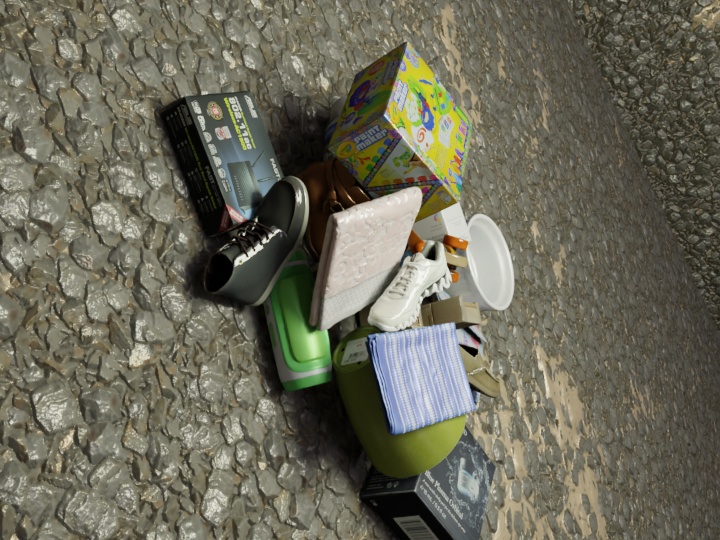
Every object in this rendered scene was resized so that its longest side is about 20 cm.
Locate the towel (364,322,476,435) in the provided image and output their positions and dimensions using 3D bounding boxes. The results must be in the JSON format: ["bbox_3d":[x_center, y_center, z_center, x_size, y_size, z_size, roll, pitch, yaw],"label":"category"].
[{"bbox_3d":[0.095,0.156,1.112,0.198,0.024,0.147,-4,76,-44],"label":"towel"}]

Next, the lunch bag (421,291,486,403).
[{"bbox_3d":[0.156,0.133,1.412,0.169,0.126,0.203,41,47,-40],"label":"lunch bag"}]

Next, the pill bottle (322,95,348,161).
[{"bbox_3d":[-0.013,-0.207,1.345,0.113,0.113,0.203,28,54,-43],"label":"pill bottle"}]

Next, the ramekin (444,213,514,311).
[{"bbox_3d":[0.233,-0.007,1.546,0.199,0.097,0.204,27,55,-47],"label":"ramekin"}]

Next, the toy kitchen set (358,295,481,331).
[{"bbox_3d":[0.073,0.027,1.271,0.162,0.197,0.184,11,66,-58],"label":"toy kitchen set"}]

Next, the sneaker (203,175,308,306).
[{"bbox_3d":[-0.145,-0.046,1.055,0.106,0.074,0.203,17,96,-64],"label":"sneaker"}]

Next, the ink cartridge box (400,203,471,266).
[{"bbox_3d":[0.112,-0.126,1.448,0.084,0.143,0.203,-20,92,-52],"label":"ink cartridge box"}]

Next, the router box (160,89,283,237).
[{"bbox_3d":[-0.197,-0.166,1.127,0.149,0.061,0.203,-26,97,-55],"label":"router box"}]

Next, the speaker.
[{"bbox_3d":[-0.100,0.077,1.135,0.088,0.087,0.204,-4,79,-53],"label":"speaker"}]

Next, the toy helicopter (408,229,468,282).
[{"bbox_3d":[0.095,-0.040,1.326,0.132,0.197,0.080,-10,118,-77],"label":"toy helicopter"}]

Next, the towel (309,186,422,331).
[{"bbox_3d":[0.009,-0.020,1.112,0.199,0.032,0.194,-24,136,-47],"label":"towel"}]

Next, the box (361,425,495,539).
[{"bbox_3d":[0.125,0.364,1.284,0.198,0.116,0.201,53,39,-24],"label":"box"}]

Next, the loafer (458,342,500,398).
[{"bbox_3d":[0.189,0.168,1.293,0.199,0.075,0.068,31,80,-44],"label":"loafer"}]

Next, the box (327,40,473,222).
[{"bbox_3d":[0.072,-0.219,1.199,0.193,0.121,0.202,45,42,-28],"label":"box"}]

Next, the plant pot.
[{"bbox_3d":[0.044,0.188,1.172,0.201,0.185,0.189,55,39,-31],"label":"plant pot"}]

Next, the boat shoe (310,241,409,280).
[{"bbox_3d":[0.000,0.000,1.220,0.073,0.198,0.075,50,-11,53],"label":"boat shoe"}]

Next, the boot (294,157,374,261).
[{"bbox_3d":[-0.025,-0.095,1.245,0.202,0.154,0.077,62,37,-14],"label":"boot"}]

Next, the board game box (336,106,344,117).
[{"bbox_3d":[0.045,-0.255,1.315,0.200,0.034,0.128,-40,106,-50],"label":"board game box"}]

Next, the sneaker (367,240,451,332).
[{"bbox_3d":[0.075,0.022,1.167,0.200,0.074,0.082,-42,141,-42],"label":"sneaker"}]
